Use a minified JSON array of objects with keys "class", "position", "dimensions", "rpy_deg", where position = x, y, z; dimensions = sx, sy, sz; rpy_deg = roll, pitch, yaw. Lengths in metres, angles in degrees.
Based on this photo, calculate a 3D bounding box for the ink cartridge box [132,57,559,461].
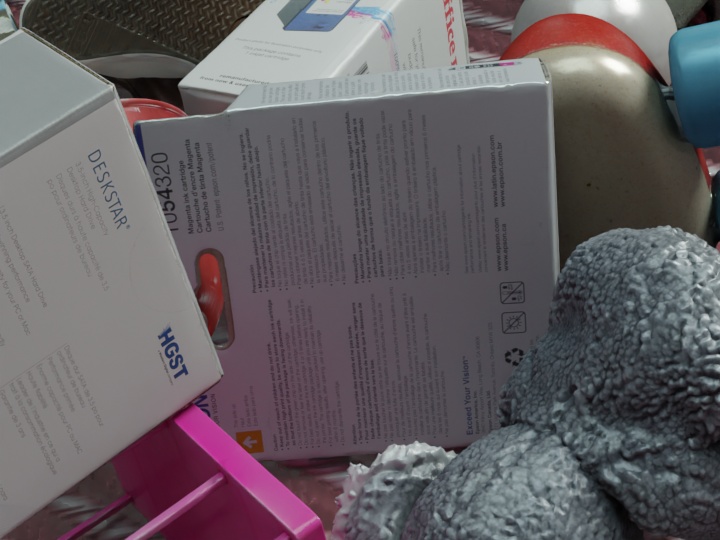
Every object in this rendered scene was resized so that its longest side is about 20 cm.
[{"class":"ink cartridge box","position":[0.000,0.000,0.795],"dimensions":[0.199,0.197,0.043],"rpy_deg":[-4,26,2]}]

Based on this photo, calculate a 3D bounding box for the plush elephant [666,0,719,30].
[{"class":"plush elephant","position":[0.236,-0.182,1.032],"dimensions":[0.164,0.155,0.201],"rpy_deg":[29,80,-12]}]

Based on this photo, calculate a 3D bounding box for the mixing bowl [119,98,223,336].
[{"class":"mixing bowl","position":[-0.147,0.015,0.843],"dimensions":[0.199,0.200,0.109],"rpy_deg":[-27,71,-22]}]

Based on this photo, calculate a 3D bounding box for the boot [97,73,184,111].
[{"class":"boot","position":[-0.082,-0.149,1.110],"dimensions":[0.186,0.064,0.200],"rpy_deg":[-32,43,-15]}]

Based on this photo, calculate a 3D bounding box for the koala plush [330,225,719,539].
[{"class":"koala plush","position":[0.095,0.097,0.699],"dimensions":[0.200,0.184,0.177],"rpy_deg":[-35,44,-13]}]

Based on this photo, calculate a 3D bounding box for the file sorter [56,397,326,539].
[{"class":"file sorter","position":[-0.111,0.135,0.702],"dimensions":[0.125,0.139,0.200],"rpy_deg":[-33,44,-23]}]

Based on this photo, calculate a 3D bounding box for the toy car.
[{"class":"toy car","position":[0.135,-0.094,0.887],"dimensions":[0.183,0.177,0.201],"rpy_deg":[-12,39,22]}]

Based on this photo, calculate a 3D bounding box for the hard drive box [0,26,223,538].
[{"class":"hard drive box","position":[-0.169,0.028,0.616],"dimensions":[0.200,0.156,0.077],"rpy_deg":[-35,43,-22]}]

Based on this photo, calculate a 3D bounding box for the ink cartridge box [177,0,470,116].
[{"class":"ink cartridge box","position":[-0.012,-0.098,0.963],"dimensions":[0.087,0.146,0.200],"rpy_deg":[14,44,27]}]

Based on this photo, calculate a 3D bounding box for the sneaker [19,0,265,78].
[{"class":"sneaker","position":[-0.120,-0.162,1.046],"dimensions":[0.199,0.073,0.085],"rpy_deg":[3,3,-7]}]

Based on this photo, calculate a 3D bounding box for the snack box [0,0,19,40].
[{"class":"snack box","position":[-0.216,-0.099,1.026],"dimensions":[0.037,0.117,0.200],"rpy_deg":[-23,40,-7]}]
